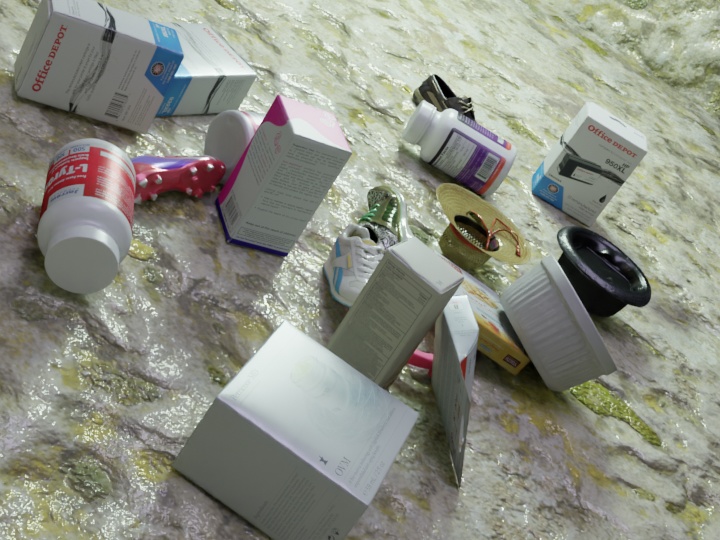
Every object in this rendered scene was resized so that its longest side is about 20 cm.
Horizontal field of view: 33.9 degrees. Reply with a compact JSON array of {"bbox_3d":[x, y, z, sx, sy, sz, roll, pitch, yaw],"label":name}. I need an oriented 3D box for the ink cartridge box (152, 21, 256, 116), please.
[{"bbox_3d":[-0.290,-0.326,1.900,0.145,0.084,0.200,46,32,21],"label":"ink cartridge box"}]

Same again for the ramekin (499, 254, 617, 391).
[{"bbox_3d":[0.293,0.087,1.782,0.200,0.105,0.200,60,7,-13],"label":"ramekin"}]

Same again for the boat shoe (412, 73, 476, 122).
[{"bbox_3d":[0.190,-0.321,2.380,0.200,0.073,0.074,44,31,18],"label":"boat shoe"}]

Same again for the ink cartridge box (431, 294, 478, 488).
[{"bbox_3d":[0.135,0.155,1.540,0.057,0.163,0.200,-7,39,-10],"label":"ink cartridge box"}]

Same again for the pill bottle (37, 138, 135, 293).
[{"bbox_3d":[-0.335,-0.066,1.444,0.112,0.112,0.200,21,32,-22],"label":"pill bottle"}]

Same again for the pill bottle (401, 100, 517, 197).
[{"bbox_3d":[0.181,-0.232,2.201,0.200,0.111,0.111,30,30,-7],"label":"pill bottle"}]

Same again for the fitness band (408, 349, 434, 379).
[{"bbox_3d":[0.092,0.088,1.719,0.144,0.037,0.200,44,30,17],"label":"fitness band"}]

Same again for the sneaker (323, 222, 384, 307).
[{"bbox_3d":[0.000,0.000,1.674,0.076,0.081,0.200,16,20,-25],"label":"sneaker"}]

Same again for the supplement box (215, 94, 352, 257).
[{"bbox_3d":[-0.112,-0.132,1.673,0.103,0.200,0.101,14,35,-31],"label":"supplement box"}]

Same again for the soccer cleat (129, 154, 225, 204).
[{"bbox_3d":[-0.272,-0.141,1.671,0.076,0.067,0.200,41,33,22],"label":"soccer cleat"}]

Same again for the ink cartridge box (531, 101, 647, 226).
[{"bbox_3d":[0.456,-0.212,2.353,0.145,0.200,0.084,30,29,-7],"label":"ink cartridge box"}]

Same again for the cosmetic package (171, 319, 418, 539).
[{"bbox_3d":[-0.068,0.189,1.326,0.200,0.123,0.199,34,29,3],"label":"cosmetic package"}]

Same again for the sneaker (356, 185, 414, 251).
[{"bbox_3d":[0.026,-0.074,1.862,0.089,0.077,0.200,10,34,-22],"label":"sneaker"}]

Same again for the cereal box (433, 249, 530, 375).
[{"bbox_3d":[0.171,0.060,1.781,0.144,0.040,0.200,34,18,-24],"label":"cereal box"}]

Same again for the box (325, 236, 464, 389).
[{"bbox_3d":[0.039,0.064,1.534,0.095,0.200,0.078,41,30,13],"label":"box"}]

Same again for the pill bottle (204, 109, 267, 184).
[{"bbox_3d":[-0.130,-0.182,1.816,0.200,0.113,0.113,0,44,-45],"label":"pill bottle"}]

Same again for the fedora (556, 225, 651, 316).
[{"bbox_3d":[0.412,0.014,2.087,0.200,0.092,0.201,25,31,-16],"label":"fedora"}]

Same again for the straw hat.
[{"bbox_3d":[0.181,-0.047,1.958,0.201,0.085,0.201,30,29,-19],"label":"straw hat"}]

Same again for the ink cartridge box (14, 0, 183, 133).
[{"bbox_3d":[-0.378,-0.302,1.699,0.200,0.145,0.084,15,33,-31],"label":"ink cartridge box"}]
